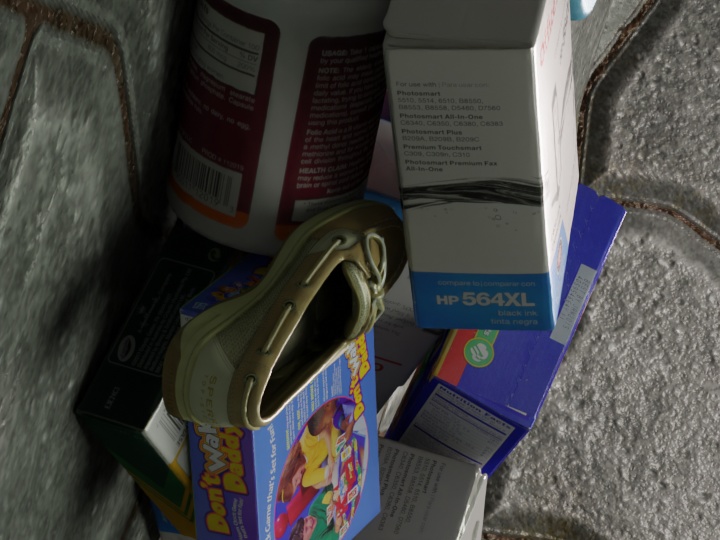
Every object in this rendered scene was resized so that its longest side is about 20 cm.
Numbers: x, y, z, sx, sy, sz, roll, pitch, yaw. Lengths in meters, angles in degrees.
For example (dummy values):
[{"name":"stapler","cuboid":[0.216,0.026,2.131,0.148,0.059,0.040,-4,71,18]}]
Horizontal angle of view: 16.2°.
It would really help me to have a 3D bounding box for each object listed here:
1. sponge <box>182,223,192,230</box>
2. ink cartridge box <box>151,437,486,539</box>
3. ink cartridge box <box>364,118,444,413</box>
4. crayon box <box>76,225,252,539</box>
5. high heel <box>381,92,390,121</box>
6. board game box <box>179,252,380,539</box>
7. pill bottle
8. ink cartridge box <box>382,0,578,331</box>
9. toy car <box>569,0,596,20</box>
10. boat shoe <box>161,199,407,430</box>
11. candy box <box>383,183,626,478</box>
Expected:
[{"name":"sponge","cuboid":[-0.081,-0.036,1.550,0.112,0.030,0.201,24,83,-81]},{"name":"ink cartridge box","cuboid":[-0.026,0.161,1.651,0.146,0.199,0.085,86,22,-64]},{"name":"ink cartridge box","cuboid":[0.000,0.000,1.576,0.200,0.115,0.067,125,-24,-44]},{"name":"crayon box","cuboid":[-0.083,0.081,1.485,0.126,0.051,0.200,-64,150,-22]},{"name":"high heel","cuboid":[0.004,-0.077,1.615,0.200,0.096,0.068,139,-36,-57]},{"name":"board game box","cuboid":[-0.043,0.084,1.457,0.134,0.045,0.201,-39,136,-49]},{"name":"pill bottle","cuboid":[-0.039,-0.120,1.394,0.114,0.114,0.201,-57,162,-60]},{"name":"ink cartridge box","cuboid":[0.071,-0.088,1.393,0.146,0.084,0.200,-76,164,-46]},{"name":"toy car","cuboid":[0.076,-0.220,1.539,0.200,0.184,0.178,23,77,-71]},{"name":"boat shoe","cuboid":[-0.025,0.025,1.345,0.201,0.063,0.073,-35,132,-48]},{"name":"candy box","cuboid":[0.089,0.047,1.654,0.169,0.077,0.200,-63,-179,-24]}]
